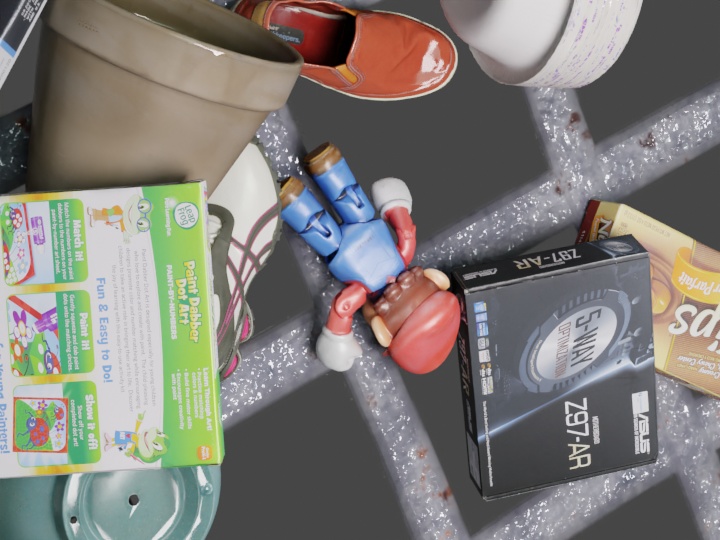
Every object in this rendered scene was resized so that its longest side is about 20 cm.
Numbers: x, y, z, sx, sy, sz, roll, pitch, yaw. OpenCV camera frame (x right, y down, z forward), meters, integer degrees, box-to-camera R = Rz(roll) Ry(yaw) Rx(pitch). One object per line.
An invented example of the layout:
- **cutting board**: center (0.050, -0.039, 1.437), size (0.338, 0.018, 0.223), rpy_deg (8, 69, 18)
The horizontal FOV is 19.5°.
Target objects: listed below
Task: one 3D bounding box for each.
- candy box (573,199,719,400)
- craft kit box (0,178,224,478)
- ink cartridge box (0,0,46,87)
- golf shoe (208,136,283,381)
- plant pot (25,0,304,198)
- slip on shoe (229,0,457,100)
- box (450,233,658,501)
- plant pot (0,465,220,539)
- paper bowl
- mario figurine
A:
- **candy box**: center (0.269, 0.030, 1.826), size (0.199, 0.055, 0.116), rpy_deg (24, 86, -26)
- **craft kit box**: center (-0.199, 0.041, 1.468), size (0.196, 0.049, 0.201), rpy_deg (-3, 94, 3)
- **ink cartridge box**: center (-0.337, -0.168, 1.456), size (0.199, 0.043, 0.199), rpy_deg (24, 83, 15)
- **golf shoe**: center (-0.111, -0.011, 1.609), size (0.077, 0.088, 0.201), rpy_deg (8, 91, 17)
- **plant pot**: center (-0.163, -0.113, 1.541), size (0.199, 0.200, 0.174), rpy_deg (16, 104, -26)
- **slip on shoe**: center (-0.008, -0.178, 1.667), size (0.199, 0.061, 0.074), rpy_deg (10, 90, -28)
- **box**: center (0.163, 0.081, 1.743), size (0.159, 0.044, 0.201), rpy_deg (-10, 115, -10)
- **plant pot**: center (-0.186, 0.161, 1.577), size (0.199, 0.134, 0.201), rpy_deg (-3, 97, -26)
- **paper bowl**: center (0.131, -0.245, 1.648), size (0.104, 0.200, 0.202), rpy_deg (-1, 96, -26)
- **mario figurine**: center (0.000, 0.000, 1.697), size (0.123, 0.106, 0.200), rpy_deg (-33, 101, 19)
